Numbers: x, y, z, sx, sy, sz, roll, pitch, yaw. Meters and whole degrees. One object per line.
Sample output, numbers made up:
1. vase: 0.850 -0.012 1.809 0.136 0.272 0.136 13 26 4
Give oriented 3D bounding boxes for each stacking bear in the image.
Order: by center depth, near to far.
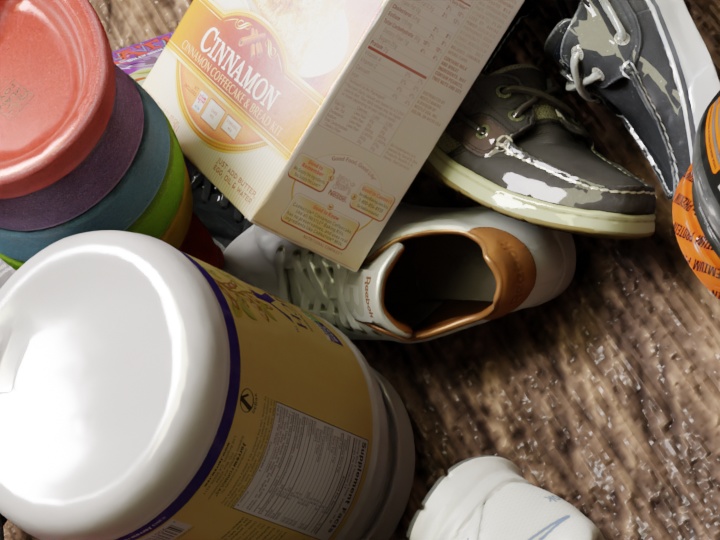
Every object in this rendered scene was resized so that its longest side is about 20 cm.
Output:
1. stacking bear: -0.131 -0.035 1.432 0.121 0.200 0.114 -47 54 -10

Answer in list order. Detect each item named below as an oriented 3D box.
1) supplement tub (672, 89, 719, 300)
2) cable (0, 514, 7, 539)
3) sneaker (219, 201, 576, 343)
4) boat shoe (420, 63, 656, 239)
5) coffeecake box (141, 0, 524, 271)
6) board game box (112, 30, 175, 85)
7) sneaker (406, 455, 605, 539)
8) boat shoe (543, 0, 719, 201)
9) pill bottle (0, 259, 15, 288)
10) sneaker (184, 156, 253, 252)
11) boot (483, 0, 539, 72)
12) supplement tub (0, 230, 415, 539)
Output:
1. supplement tub: 0.223 -0.065 1.264 0.200 0.122 0.123 128 149 -47
2. cable: -0.272 0.135 1.596 0.163 0.051 0.200 31 102 23
3. sneaker: 0.000 0.000 1.458 0.200 0.085 0.073 -8 98 31
4. boat shoe: 0.069 -0.070 1.441 0.201 0.072 0.066 28 108 47
5. coffeecake box: -0.007 -0.125 1.444 0.200 0.073 0.154 -58 36 9
6. board game box: -0.103 -0.099 1.579 0.200 0.032 0.120 -21 17 -21
7. sneaker: 0.039 0.179 1.336 0.087 0.075 0.200 20 77 41
8. boat shoe: 0.122 -0.109 1.420 0.068 0.072 0.200 -15 73 -10
9. pill bottle: -0.161 0.035 1.573 0.111 0.111 0.200 -39 43 12
10. sneaker: -0.072 -0.037 1.564 0.200 0.088 0.076 13 71 44
11. boot: 0.112 -0.172 1.516 0.154 0.073 0.204 12 72 41
12. supplement tub: -0.077 0.074 1.392 0.145 0.200 0.146 -11 69 30
